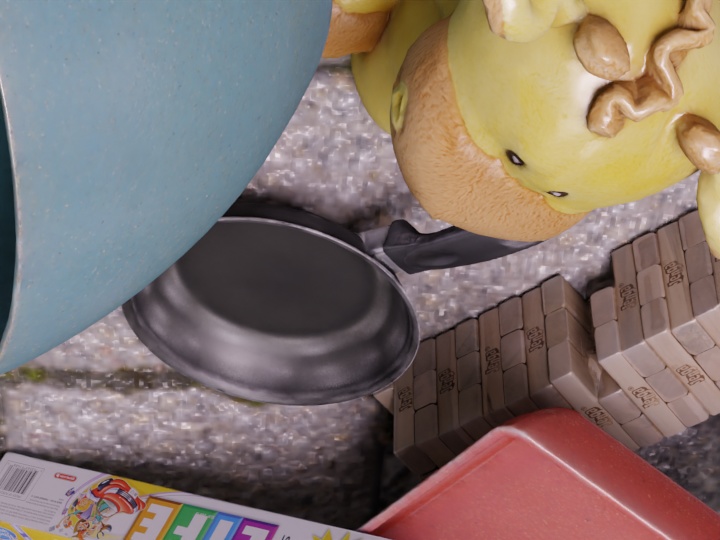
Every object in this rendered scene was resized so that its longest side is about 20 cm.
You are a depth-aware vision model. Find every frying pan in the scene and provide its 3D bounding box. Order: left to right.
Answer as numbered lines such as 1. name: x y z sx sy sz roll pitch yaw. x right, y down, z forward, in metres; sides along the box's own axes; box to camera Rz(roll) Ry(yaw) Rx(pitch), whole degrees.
1. frying pan: -0.016 -0.006 0.763 0.114 0.031 0.190 24 140 -17

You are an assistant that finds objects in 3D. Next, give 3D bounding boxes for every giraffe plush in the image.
1. giraffe plush: 0.062 -0.074 0.626 0.171 0.163 0.201 14 133 -14

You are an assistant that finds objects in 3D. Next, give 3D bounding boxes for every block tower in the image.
1. block tower: 0.101 0.030 0.804 0.199 0.058 0.054 -26 128 24

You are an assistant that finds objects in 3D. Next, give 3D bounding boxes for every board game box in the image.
1. board game box: -0.051 0.144 0.865 0.199 0.034 0.135 8 142 32

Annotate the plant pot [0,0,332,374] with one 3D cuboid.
1. plant pot: -0.088 -0.083 0.621 0.134 0.200 0.201 -20 143 -30

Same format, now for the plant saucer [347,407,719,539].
1. plant saucer: 0.096 0.132 0.791 0.199 0.037 0.200 36 147 -6
